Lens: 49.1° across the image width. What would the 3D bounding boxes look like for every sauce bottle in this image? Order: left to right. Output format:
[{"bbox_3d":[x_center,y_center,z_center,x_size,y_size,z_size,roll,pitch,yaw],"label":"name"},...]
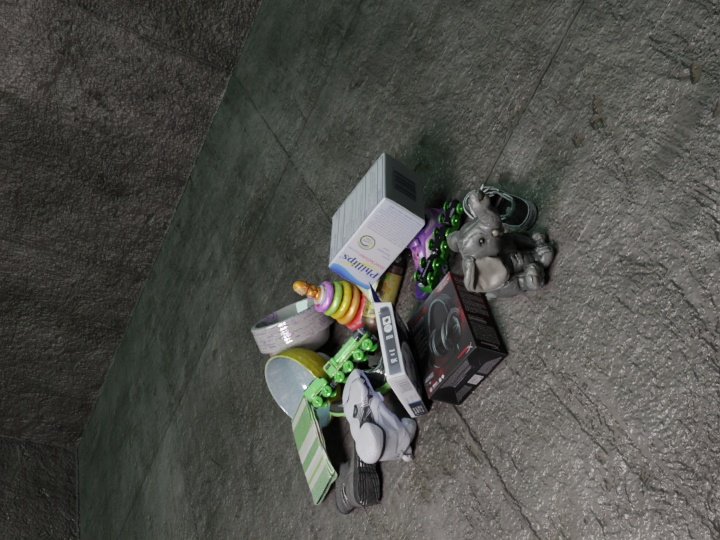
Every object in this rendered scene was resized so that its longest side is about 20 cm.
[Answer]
[{"bbox_3d":[0.039,0.081,1.688,0.065,0.064,0.203,11,85,62],"label":"sauce bottle"}]

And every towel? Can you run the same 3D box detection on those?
[{"bbox_3d":[-0.104,0.387,1.718,0.202,0.023,0.153,67,150,31],"label":"towel"}]

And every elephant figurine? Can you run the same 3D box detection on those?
[{"bbox_3d":[0.207,-0.036,1.305,0.141,0.198,0.157,17,90,61],"label":"elephant figurine"}]

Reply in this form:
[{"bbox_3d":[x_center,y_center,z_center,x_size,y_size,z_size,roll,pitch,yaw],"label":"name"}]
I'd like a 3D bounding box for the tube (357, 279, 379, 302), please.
[{"bbox_3d":[0.000,0.000,1.702,0.200,0.051,0.059,40,154,63],"label":"tube"}]

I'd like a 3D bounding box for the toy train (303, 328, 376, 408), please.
[{"bbox_3d":[-0.043,0.204,1.651,0.056,0.042,0.200,43,97,22],"label":"toy train"}]

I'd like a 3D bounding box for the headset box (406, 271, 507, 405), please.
[{"bbox_3d":[0.167,0.115,1.426,0.149,0.076,0.201,-52,36,33],"label":"headset box"}]

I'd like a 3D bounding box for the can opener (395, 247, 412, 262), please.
[{"bbox_3d":[0.056,-0.049,1.716,0.199,0.064,0.079,-9,26,50],"label":"can opener"}]

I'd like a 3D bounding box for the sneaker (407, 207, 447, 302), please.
[{"bbox_3d":[0.128,-0.038,1.570,0.080,0.088,0.203,-8,69,58],"label":"sneaker"}]

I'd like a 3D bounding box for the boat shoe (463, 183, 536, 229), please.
[{"bbox_3d":[0.235,-0.118,1.439,0.199,0.067,0.074,38,108,61],"label":"boat shoe"}]

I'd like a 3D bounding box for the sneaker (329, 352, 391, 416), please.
[{"bbox_3d":[0.009,0.231,1.610,0.199,0.077,0.084,-39,78,24],"label":"sneaker"}]

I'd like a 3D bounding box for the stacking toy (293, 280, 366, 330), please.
[{"bbox_3d":[-0.061,0.061,1.734,0.116,0.198,0.111,-8,68,58],"label":"stacking toy"}]

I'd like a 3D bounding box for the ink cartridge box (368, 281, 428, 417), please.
[{"bbox_3d":[0.073,0.145,1.464,0.043,0.199,0.202,-17,58,9],"label":"ink cartridge box"}]

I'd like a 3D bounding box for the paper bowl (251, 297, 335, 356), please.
[{"bbox_3d":[-0.154,0.144,1.889,0.200,0.199,0.105,-7,108,60],"label":"paper bowl"}]

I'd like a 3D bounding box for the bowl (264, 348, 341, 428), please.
[{"bbox_3d":[-0.110,0.249,1.795,0.107,0.201,0.200,-38,4,-39],"label":"bowl"}]

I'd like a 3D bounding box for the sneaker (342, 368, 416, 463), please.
[{"bbox_3d":[0.037,0.284,1.520,0.075,0.114,0.201,-52,38,33],"label":"sneaker"}]

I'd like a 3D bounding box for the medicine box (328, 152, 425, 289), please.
[{"bbox_3d":[0.031,-0.100,1.588,0.200,0.102,0.183,-50,22,30],"label":"medicine box"}]

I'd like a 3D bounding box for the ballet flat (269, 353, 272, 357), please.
[{"bbox_3d":[-0.183,0.234,2.002,0.199,0.067,0.068,-12,67,60],"label":"ballet flat"}]

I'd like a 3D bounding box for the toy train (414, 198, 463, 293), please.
[{"bbox_3d":[0.156,-0.047,1.514,0.041,0.057,0.202,9,62,32],"label":"toy train"}]

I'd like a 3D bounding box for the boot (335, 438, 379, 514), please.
[{"bbox_3d":[-0.011,0.388,1.611,0.131,0.069,0.202,-37,39,57],"label":"boot"}]
